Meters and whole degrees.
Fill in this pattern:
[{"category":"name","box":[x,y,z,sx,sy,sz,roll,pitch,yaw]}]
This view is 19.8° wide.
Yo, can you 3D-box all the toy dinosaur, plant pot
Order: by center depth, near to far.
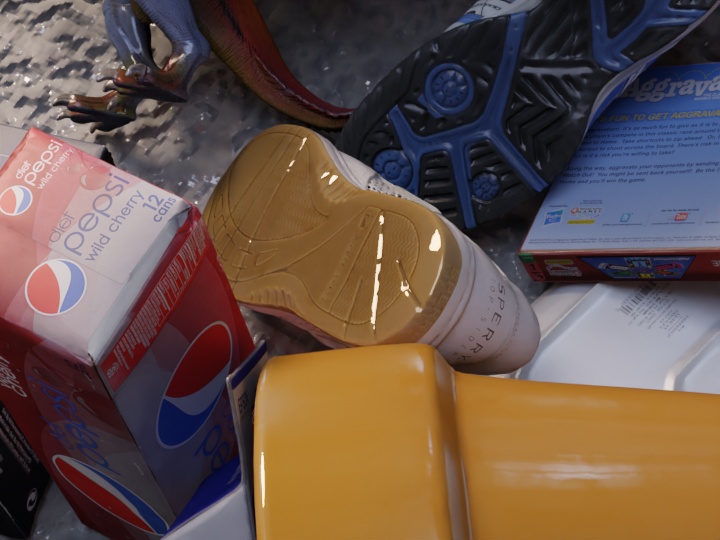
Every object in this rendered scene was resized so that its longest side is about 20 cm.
[{"category":"plant pot","box":[0.073,0.115,0.644,0.182,0.200,0.201,-8,61,3]},{"category":"toy dinosaur","box":[-0.094,-0.153,0.869,0.199,0.105,0.182,10,76,-17]}]

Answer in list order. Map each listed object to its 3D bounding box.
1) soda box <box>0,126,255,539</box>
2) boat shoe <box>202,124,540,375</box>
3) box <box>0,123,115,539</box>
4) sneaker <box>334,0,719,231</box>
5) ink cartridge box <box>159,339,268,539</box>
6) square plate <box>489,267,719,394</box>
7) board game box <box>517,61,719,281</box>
[{"category":"soda box","box":[-0.078,0.038,0.708,0.070,0.200,0.064,25,67,20]},{"category":"boat shoe","box":[0.000,0.000,0.771,0.071,0.069,0.200,-59,30,2]},{"category":"box","box":[-0.205,0.007,0.819,0.199,0.079,0.142,12,62,15]},{"category":"sneaker","box":[0.075,-0.082,0.817,0.200,0.077,0.076,-37,91,15]},{"category":"ink cartridge box","box":[-0.034,0.128,0.660,0.037,0.095,0.201,-6,95,4]},{"category":"square plate","box":[0.149,0.049,0.764,0.200,0.028,0.198,-42,64,-14]},{"category":"board game box","box":[0.163,-0.040,0.762,0.199,0.019,0.103,0,49,37]}]
